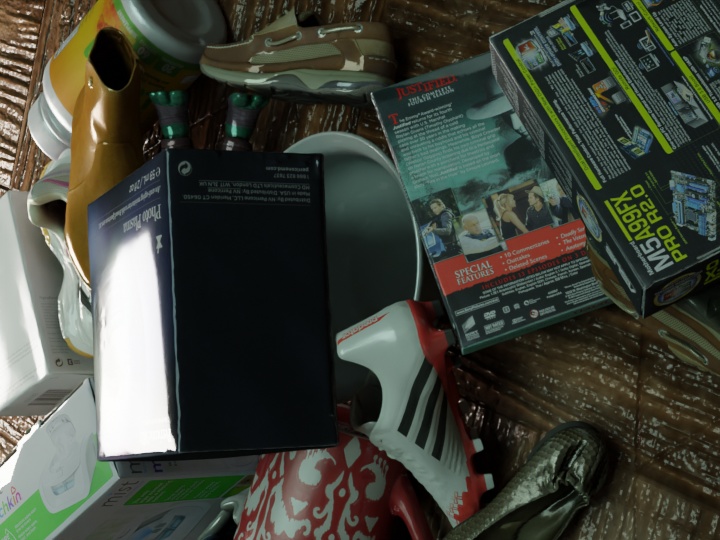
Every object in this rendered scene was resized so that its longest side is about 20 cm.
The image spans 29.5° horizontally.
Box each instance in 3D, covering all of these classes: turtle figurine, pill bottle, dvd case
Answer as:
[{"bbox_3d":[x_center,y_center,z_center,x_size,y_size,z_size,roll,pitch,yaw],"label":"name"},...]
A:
[{"bbox_3d":[-0.128,-0.046,1.138,0.100,0.149,0.202,4,94,56],"label":"turtle figurine"},{"bbox_3d":[-0.221,-0.182,1.256,0.200,0.111,0.112,-40,61,35],"label":"pill bottle"},{"bbox_3d":[0.104,-0.058,0.937,0.145,0.022,0.202,-19,70,-1],"label":"dvd case"}]

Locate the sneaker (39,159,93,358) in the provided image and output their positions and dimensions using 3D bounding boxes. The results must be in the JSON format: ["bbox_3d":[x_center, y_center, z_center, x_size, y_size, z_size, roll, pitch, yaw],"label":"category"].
[{"bbox_3d":[-0.247,-0.021,1.310,0.087,0.075,0.202,-22,76,26],"label":"sneaker"}]

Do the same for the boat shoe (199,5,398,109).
[{"bbox_3d":[-0.048,-0.176,1.122,0.199,0.075,0.073,11,91,35],"label":"boat shoe"}]

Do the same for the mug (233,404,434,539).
[{"bbox_3d":[-0.017,0.213,1.046,0.133,0.176,0.202,-140,65,-79],"label":"mug"}]

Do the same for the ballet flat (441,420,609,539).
[{"bbox_3d":[0.105,0.188,0.944,0.201,0.067,0.046,-53,23,22],"label":"ballet flat"}]

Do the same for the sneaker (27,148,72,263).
[{"bbox_3d":[-0.218,-0.027,1.224,0.199,0.088,0.082,31,133,16],"label":"sneaker"}]

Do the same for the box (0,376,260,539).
[{"bbox_3d":[-0.199,0.177,1.164,0.200,0.176,0.097,-41,60,33],"label":"box"}]

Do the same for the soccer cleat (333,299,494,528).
[{"bbox_3d":[0.038,0.110,0.954,0.069,0.084,0.201,-107,1,-58],"label":"soccer cleat"}]

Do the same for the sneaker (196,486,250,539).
[{"bbox_3d":[-0.116,0.253,1.140,0.074,0.087,0.201,39,114,37],"label":"sneaker"}]

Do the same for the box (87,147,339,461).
[{"bbox_3d":[-0.111,0.032,0.969,0.200,0.122,0.200,-20,73,63],"label":"box"}]

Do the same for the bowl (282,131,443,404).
[{"bbox_3d":[0.000,0.000,1.043,0.200,0.090,0.203,-4,85,43],"label":"bowl"}]

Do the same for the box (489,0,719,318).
[{"bbox_3d":[0.192,-0.093,0.835,0.159,0.044,0.201,-27,63,-2],"label":"box"}]

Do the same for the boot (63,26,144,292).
[{"bbox_3d":[-0.208,-0.091,1.129,0.145,0.070,0.202,109,153,-48],"label":"boot"}]

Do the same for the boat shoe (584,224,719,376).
[{"bbox_3d":[0.223,0.026,0.845,0.200,0.076,0.074,41,156,24],"label":"boat shoe"}]

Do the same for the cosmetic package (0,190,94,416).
[{"bbox_3d":[-0.327,0.034,1.367,0.113,0.081,0.202,-32,65,38],"label":"cosmetic package"}]
